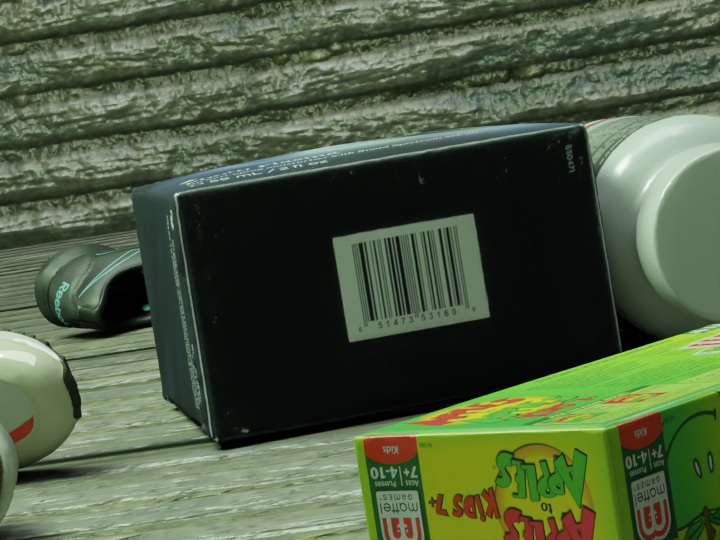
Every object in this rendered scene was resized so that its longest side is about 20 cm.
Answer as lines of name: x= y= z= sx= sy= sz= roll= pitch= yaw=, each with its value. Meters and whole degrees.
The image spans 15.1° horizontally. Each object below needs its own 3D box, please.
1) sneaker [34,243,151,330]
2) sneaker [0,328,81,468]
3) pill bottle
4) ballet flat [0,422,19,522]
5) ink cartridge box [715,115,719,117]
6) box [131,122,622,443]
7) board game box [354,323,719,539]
sneaker: x=-0.130 y=0.006 z=1.945 sx=0.199 sy=0.076 sz=0.079 roll=-19 pitch=22 yaw=-28
sneaker: x=-0.224 y=0.080 z=1.232 sx=0.199 sy=0.071 sz=0.093 roll=-5 pitch=23 yaw=22
pill bottle: x=0.154 y=-0.021 z=1.340 sx=0.110 sy=0.111 sz=0.200 roll=-10 pitch=4 yaw=-10
ballet flat: x=-0.190 y=0.083 z=1.104 sx=0.199 sy=0.070 sz=0.069 roll=-6 pitch=5 yaw=42
ink cartridge box: x=0.302 y=-0.091 z=2.177 sx=0.117 sy=0.068 sz=0.200 roll=-9 pitch=5 yaw=7
box: x=0.000 y=0.000 z=1.330 sx=0.199 sy=0.124 sz=0.198 roll=-10 pitch=3 yaw=-10
board game box: x=0.103 y=0.055 z=0.891 sx=0.101 sy=0.048 sz=0.200 roll=-6 pitch=5 yaw=42
